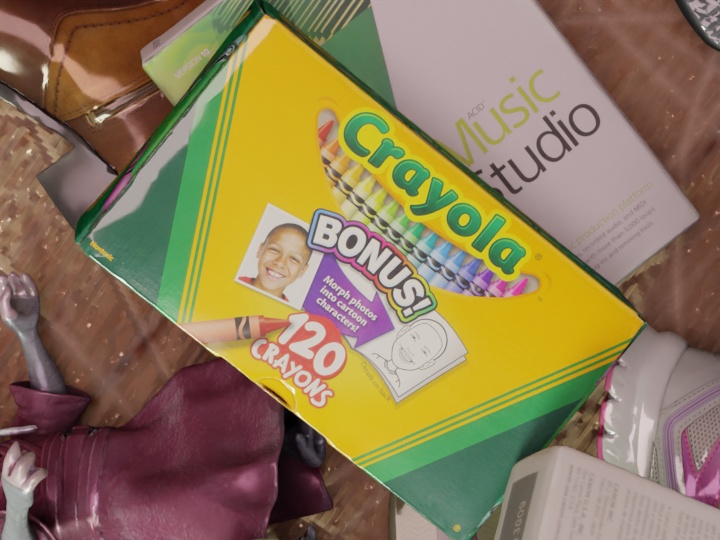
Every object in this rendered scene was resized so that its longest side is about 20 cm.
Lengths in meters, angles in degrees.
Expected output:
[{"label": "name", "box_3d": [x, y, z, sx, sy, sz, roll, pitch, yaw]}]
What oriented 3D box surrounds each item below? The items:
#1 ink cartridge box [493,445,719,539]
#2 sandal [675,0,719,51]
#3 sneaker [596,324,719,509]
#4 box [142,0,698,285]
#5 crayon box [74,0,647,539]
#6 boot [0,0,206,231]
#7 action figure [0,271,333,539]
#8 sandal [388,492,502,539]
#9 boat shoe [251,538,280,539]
[{"label": "ink cartridge box", "box_3d": [0.134, 0.178, 1.002, 0.200, 0.047, 0.160, 24, 63, -18]}, {"label": "sandal", "box_3d": [0.152, -0.188, 1.096, 0.076, 0.043, 0.201, -11, 80, 0]}, {"label": "sneaker", "box_3d": [0.137, 0.124, 1.080, 0.088, 0.081, 0.201, 7, 93, 8]}, {"label": "box", "box_3d": [0.026, -0.056, 1.078, 0.144, 0.036, 0.200, -39, 101, 4]}, {"label": "crayon box", "box_3d": [0.000, 0.000, 1.033, 0.200, 0.058, 0.119, 38, 96, -11]}, {"label": "boot", "box_3d": [-0.080, -0.130, 1.106, 0.200, 0.068, 0.188, -36, 87, 5]}, {"label": "action figure", "box_3d": [-0.109, 0.092, 1.116, 0.200, 0.134, 0.149, -5, 129, 15]}, {"label": "sandal", "box_3d": [0.047, 0.173, 1.102, 0.080, 0.057, 0.201, -13, 90, 7]}, {"label": "boat shoe", "box_3d": [-0.042, 0.208, 1.014, 0.075, 0.060, 0.200, -13, 87, 27]}]
